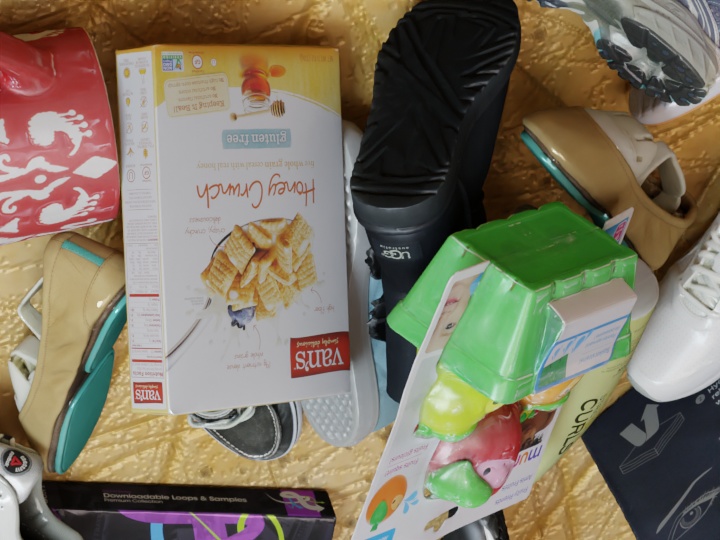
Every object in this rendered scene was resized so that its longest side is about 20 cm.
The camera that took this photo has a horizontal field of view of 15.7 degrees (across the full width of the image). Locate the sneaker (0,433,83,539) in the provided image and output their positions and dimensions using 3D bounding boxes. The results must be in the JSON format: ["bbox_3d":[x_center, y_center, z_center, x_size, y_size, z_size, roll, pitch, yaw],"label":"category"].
[{"bbox_3d":[-0.233,0.108,1.528,0.088,0.074,0.200,-21,122,26],"label":"sneaker"}]

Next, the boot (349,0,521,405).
[{"bbox_3d":[0.048,-0.040,1.501,0.076,0.201,0.169,6,137,16],"label":"boot"}]

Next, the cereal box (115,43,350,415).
[{"bbox_3d":[-0.068,-0.024,1.456,0.143,0.039,0.202,-5,93,-46],"label":"cereal box"}]

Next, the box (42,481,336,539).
[{"bbox_3d":[-0.124,0.205,1.648,0.198,0.036,0.144,4,116,-14],"label":"box"}]

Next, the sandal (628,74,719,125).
[{"bbox_3d":[0.255,-0.137,1.543,0.206,0.079,0.059,-32,122,14],"label":"sandal"}]

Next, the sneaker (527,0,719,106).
[{"bbox_3d":[0.137,-0.187,1.495,0.200,0.077,0.087,43,64,-15],"label":"sneaker"}]

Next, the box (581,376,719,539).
[{"bbox_3d":[0.265,0.115,1.604,0.197,0.200,0.117,-43,118,11],"label":"box"}]

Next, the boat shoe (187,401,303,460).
[{"bbox_3d":[-0.089,0.060,1.539,0.072,0.071,0.200,-15,136,14],"label":"boat shoe"}]

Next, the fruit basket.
[{"bbox_3d":[0.076,0.070,1.426,0.185,0.093,0.201,-17,128,-50],"label":"fruit basket"}]

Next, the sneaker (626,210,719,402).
[{"bbox_3d":[0.227,-0.008,1.585,0.201,0.070,0.080,-50,156,3],"label":"sneaker"}]

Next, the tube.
[{"bbox_3d":[0.135,0.065,1.581,0.058,0.052,0.201,-2,145,-13],"label":"tube"}]

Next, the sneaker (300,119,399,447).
[{"bbox_3d":[0.000,0.000,1.563,0.082,0.074,0.202,-22,120,-43],"label":"sneaker"}]

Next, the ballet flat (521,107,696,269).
[{"bbox_3d":[0.148,-0.060,1.519,0.063,0.069,0.200,-41,154,4],"label":"ballet flat"}]

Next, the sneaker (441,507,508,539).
[{"bbox_3d":[0.058,0.222,1.665,0.087,0.076,0.201,-9,129,0],"label":"sneaker"}]

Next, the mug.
[{"bbox_3d":[-0.234,-0.066,1.403,0.198,0.178,0.135,-10,82,-14],"label":"mug"}]

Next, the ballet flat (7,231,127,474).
[{"bbox_3d":[-0.172,0.044,1.520,0.063,0.069,0.200,32,139,6],"label":"ballet flat"}]

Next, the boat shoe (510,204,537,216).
[{"bbox_3d":[0.080,0.048,1.600,0.072,0.060,0.202,-21,147,-48],"label":"boat shoe"}]
